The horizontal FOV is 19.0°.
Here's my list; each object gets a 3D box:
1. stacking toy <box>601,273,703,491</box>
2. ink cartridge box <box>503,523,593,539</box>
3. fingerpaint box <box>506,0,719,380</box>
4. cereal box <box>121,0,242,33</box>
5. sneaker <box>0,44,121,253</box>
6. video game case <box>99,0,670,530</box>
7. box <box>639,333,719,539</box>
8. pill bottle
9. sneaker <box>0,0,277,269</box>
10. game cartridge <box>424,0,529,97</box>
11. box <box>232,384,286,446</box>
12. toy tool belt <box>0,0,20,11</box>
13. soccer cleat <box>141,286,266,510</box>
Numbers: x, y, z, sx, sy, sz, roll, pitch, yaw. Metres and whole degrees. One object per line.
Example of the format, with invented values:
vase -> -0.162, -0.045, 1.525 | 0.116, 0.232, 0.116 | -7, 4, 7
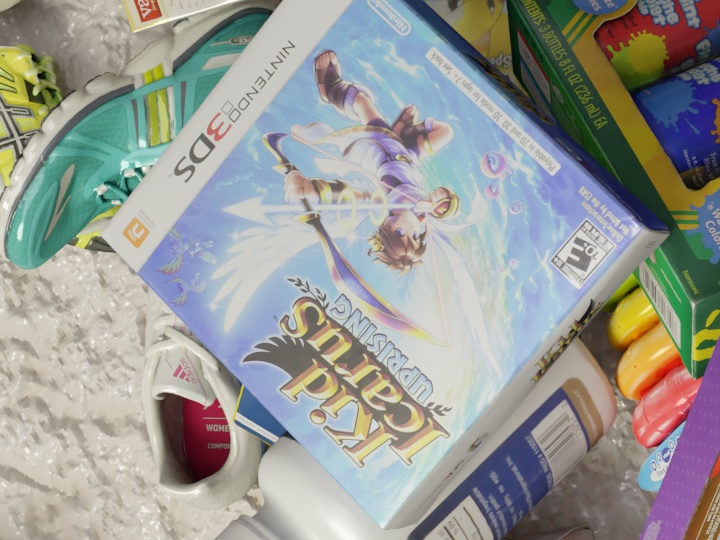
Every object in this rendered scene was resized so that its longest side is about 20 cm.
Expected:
stacking toy -> 0.151, -0.001, 1.066 | 0.109, 0.116, 0.201 | -20, 72, -25
ink cartridge box -> 0.035, 0.225, 1.123 | 0.199, 0.084, 0.146 | -13, 87, 18
fingerpaint box -> 0.185, -0.075, 1.015 | 0.166, 0.073, 0.201 | -22, 58, -6
cereal box -> -0.010, -0.173, 1.072 | 0.199, 0.144, 0.040 | -14, 103, 17
sneaker -> -0.191, -0.081, 1.196 | 0.200, 0.075, 0.077 | 37, 101, 17
video game case -> 0.006, -0.017, 0.974 | 0.200, 0.045, 0.181 | 44, 106, 17
box -> 0.212, 0.098, 0.996 | 0.136, 0.200, 0.039 | -3, 50, -11
pill bottle -> 0.021, 0.100, 1.055 | 0.200, 0.111, 0.111 | -42, 77, -14
sneaker -> -0.106, -0.067, 1.121 | 0.200, 0.078, 0.080 | -39, 72, -12
game cartridge -> 0.047, -0.105, 1.146 | 0.175, 0.032, 0.201 | 6, 91, 18
box -> 0.000, 0.000, 1.111 | 0.064, 0.070, 0.201 | 28, 114, 27
toy tool belt -> -0.246, -0.239, 1.184 | 0.200, 0.123, 0.125 | 32, 67, 14
soccer cleat -> -0.083, 0.029, 1.159 | 0.070, 0.086, 0.201 | -4, 89, 18
